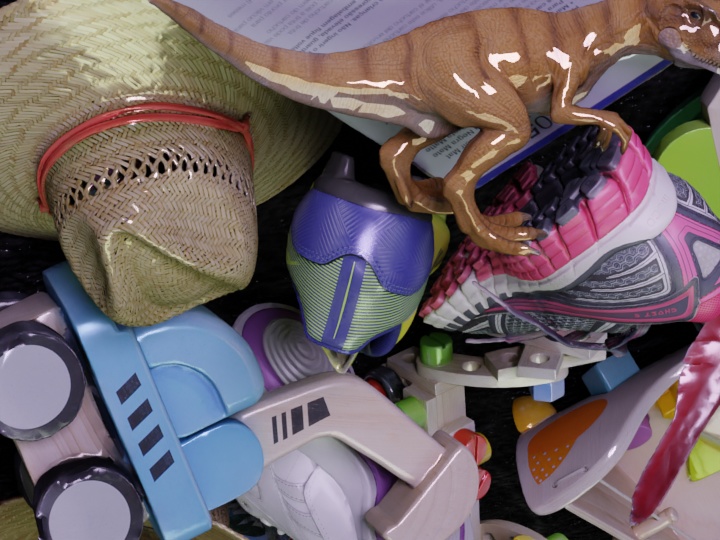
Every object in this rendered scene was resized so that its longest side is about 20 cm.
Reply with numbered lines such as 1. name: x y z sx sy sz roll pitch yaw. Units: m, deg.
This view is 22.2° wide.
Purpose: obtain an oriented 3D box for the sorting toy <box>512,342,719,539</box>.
1. sorting toy: 0.205 0.089 1.096 0.179 0.107 0.199 -38 138 18

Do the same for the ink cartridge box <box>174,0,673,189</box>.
1. ink cartridge box: 0.041 -0.125 0.611 0.199 0.041 0.199 -32 137 29

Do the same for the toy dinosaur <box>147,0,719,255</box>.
1. toy dinosaur: 0.027 -0.062 0.626 0.198 0.061 0.107 -7 120 -10

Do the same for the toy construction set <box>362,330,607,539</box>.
1. toy construction set: 0.064 0.108 0.986 0.091 0.131 0.202 -6 111 -39

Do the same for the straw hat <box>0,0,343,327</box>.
1. straw hat: -0.081 -0.025 0.728 0.199 0.086 0.202 -11 154 -6

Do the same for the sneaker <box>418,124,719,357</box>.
1. sneaker: 0.082 0.003 0.741 0.074 0.081 0.200 38 167 -7

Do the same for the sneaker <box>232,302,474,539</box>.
1. sneaker: -0.014 0.112 0.948 0.075 0.201 0.099 -35 180 -43

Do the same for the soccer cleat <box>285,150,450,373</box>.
1. soccer cleat: -0.001 0.000 0.767 0.064 0.085 0.200 17 180 4

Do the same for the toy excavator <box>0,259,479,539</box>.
1. toy excavator: -0.061 0.068 0.840 0.198 0.196 0.100 -25 -165 -11

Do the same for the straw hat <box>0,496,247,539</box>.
1. straw hat: -0.121 0.151 1.027 0.198 0.086 0.202 5 136 5

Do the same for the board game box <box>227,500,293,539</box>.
1. board game box: -0.055 0.211 1.073 0.199 0.202 0.041 -32 158 31

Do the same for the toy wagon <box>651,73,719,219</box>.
1. toy wagon: 0.200 -0.056 0.761 0.198 0.157 0.040 -14 -165 6

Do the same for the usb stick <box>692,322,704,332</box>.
1. usb stick: 0.262 -0.014 0.966 0.199 0.056 0.033 -29 -171 27

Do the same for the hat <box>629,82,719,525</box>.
1. hat: 0.221 0.009 0.843 0.199 0.178 0.165 -29 150 28
